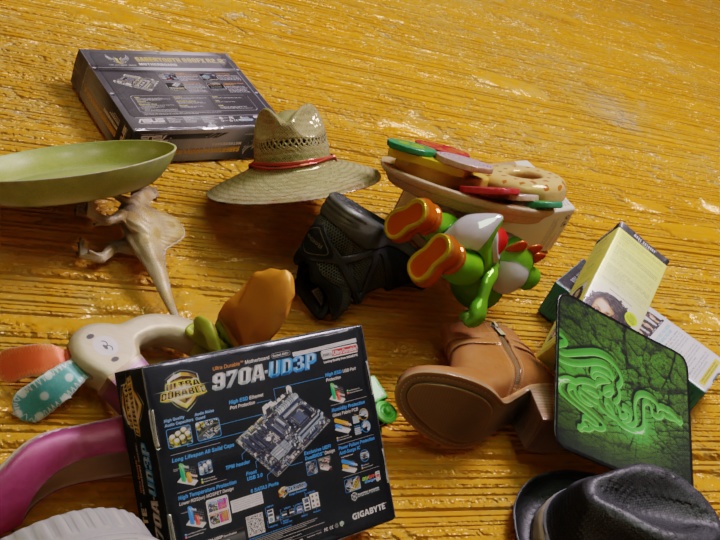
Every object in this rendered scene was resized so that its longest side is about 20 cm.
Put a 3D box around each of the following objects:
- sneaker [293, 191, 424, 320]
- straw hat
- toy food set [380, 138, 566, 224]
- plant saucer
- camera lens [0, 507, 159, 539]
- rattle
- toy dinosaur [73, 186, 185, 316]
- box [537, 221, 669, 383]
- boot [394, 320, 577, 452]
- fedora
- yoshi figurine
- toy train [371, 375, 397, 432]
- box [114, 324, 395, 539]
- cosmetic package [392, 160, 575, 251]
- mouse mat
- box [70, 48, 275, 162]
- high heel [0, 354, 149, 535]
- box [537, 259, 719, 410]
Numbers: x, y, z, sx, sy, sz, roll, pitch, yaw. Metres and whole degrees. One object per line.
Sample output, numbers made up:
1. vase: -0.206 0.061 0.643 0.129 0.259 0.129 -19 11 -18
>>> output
1. sneaker: 0.000 0.000 1.022 0.076 0.114 0.199 44 11 32
2. straw hat: -0.074 -0.132 1.049 0.201 0.085 0.201 -4 16 1
3. toy food set: 0.118 -0.096 1.050 0.200 0.049 0.198 19 15 12
4. plant saucer: -0.271 -0.091 0.930 0.199 0.031 0.200 -4 17 1
5. camera lens: -0.137 0.251 0.530 0.160 0.160 0.200 -10 49 -40
6. rattle: -0.171 0.056 0.786 0.200 0.143 0.130 16 54 -23
7. toy dinosaur: -0.213 -0.035 0.938 0.101 0.058 0.200 6 40 -27
8. box: 0.261 0.039 1.055 0.075 0.050 0.200 38 50 -3
9. boot: 0.101 0.097 0.952 0.200 0.074 0.155 20 27 -28
10. fedora: 0.236 0.223 0.852 0.200 0.092 0.201 17 36 -13
11. yoshi figurine: 0.103 -0.002 1.003 0.112 0.113 0.200 12 -2 43
12. toy train: -0.050 0.135 0.830 0.200 0.042 0.056 -14 62 -42
13. box: -0.072 0.134 0.741 0.200 0.046 0.159 -9 88 -40
14. cosmetic package: 0.150 -0.071 1.195 0.200 0.071 0.105 -10 49 -39
15. mouse mat: 0.261 0.124 0.970 0.200 0.008 0.161 25 57 -28
16. box: -0.211 -0.192 1.148 0.200 0.048 0.158 -9 47 -39
17. high heel: -0.193 0.152 0.705 0.096 0.067 0.200 45 47 2
18. box: 0.306 0.075 1.123 0.200 0.049 0.082 38 37 17
